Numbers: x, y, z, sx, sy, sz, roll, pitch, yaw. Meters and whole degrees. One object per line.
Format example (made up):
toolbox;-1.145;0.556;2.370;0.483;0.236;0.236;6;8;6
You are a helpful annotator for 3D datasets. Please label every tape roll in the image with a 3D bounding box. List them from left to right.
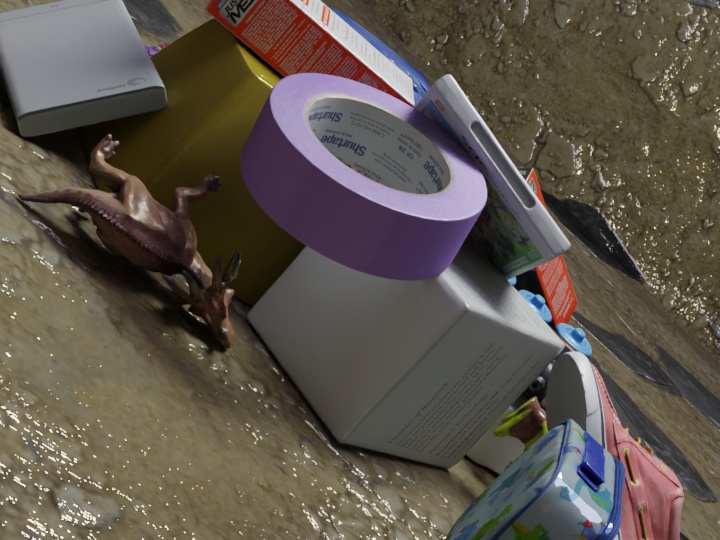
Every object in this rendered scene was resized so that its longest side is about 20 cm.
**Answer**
tape roll;0.003;-0.080;1.224;0.199;0.066;0.200;21;30;-13

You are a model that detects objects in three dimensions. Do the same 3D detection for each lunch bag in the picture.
lunch bag;0.136;0.204;1.163;0.082;0.161;0.200;42;13;1

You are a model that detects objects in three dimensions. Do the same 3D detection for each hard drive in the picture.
hard drive;-0.266;-0.195;1.364;0.200;0.131;0.027;-120;-159;-49

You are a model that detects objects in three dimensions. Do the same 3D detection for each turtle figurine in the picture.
turtle figurine;0.190;0.205;1.396;0.162;0.064;0.200;57;29;-1

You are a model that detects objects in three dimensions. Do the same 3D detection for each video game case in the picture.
video game case;0.106;-0.078;1.347;0.182;0.022;0.200;55;-10;1

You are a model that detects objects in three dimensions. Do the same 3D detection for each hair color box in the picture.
hair color box;-0.044;-0.207;1.368;0.200;0.064;0.111;40;15;-12
hair color box;0.155;-0.019;1.573;0.101;0.061;0.200;6;-43;33

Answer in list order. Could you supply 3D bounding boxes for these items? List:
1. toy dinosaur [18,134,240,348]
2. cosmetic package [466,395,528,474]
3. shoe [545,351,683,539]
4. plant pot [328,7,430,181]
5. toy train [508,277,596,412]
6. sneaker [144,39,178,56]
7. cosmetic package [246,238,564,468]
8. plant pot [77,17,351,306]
toy dinosaur;-0.169;-0.026;1.192;0.200;0.086;0.136;24;29;-36
cosmetic package;0.114;0.116;1.540;0.101;0.074;0.200;33;16;-29
shoe;0.233;0.172;1.351;0.091;0.071;0.201;-2;74;-25
plant pot;-0.013;-0.154;1.758;0.200;0.200;0.180;29;25;-43
toy train;0.148;0.063;1.490;0.200;0.087;0.114;44;24;9
sneaker;-0.201;-0.213;1.514;0.199;0.081;0.083;-21;47;-35
cosmetic package;0.043;0.055;1.339;0.167;0.166;0.200;51;16;32
plant pot;-0.120;-0.113;1.376;0.200;0.176;0.200;33;17;-35
